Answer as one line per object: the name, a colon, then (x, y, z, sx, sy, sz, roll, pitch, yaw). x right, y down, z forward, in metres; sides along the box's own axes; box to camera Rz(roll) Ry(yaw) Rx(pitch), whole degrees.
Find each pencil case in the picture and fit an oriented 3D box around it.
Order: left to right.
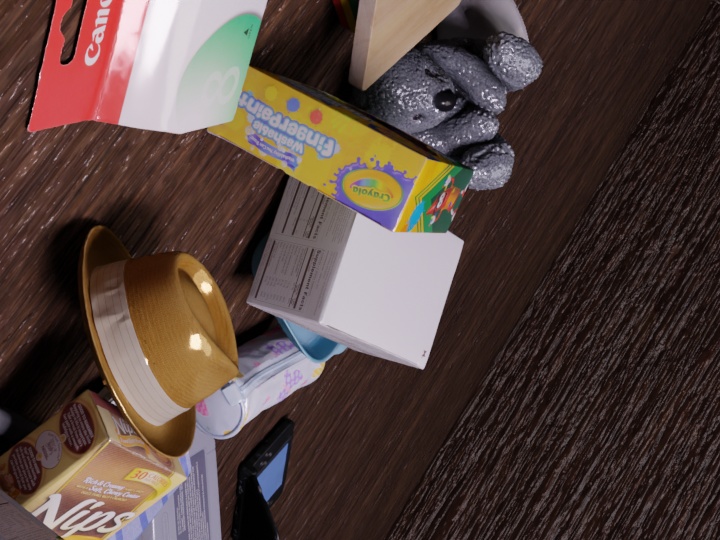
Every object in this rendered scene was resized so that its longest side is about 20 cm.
pencil case: (-0.118, 0.123, 1.223, 0.200, 0.090, 0.084, -28, 105, -58)

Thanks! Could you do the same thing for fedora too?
fedora: (-0.152, 0.048, 0.849, 0.081, 0.203, 0.201, -19, 163, 6)

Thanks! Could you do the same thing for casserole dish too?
casserole dish: (-0.061, 0.014, 1.198, 0.121, 0.039, 0.201, -51, 133, -27)

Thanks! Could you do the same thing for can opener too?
can opener: (-0.270, 0.160, 0.886, 0.054, 0.066, 0.200, -54, 162, -12)

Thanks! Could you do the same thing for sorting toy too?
sorting toy: (0.039, -0.312, 1.015, 0.200, 0.069, 0.200, -48, 159, -38)

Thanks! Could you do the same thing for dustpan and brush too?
dustpan and brush: (0.136, -0.322, 1.244, 0.057, 0.139, 0.201, -44, 132, -23)

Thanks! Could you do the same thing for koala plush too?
koala plush: (0.065, -0.195, 1.181, 0.199, 0.183, 0.179, -3, 111, -47)

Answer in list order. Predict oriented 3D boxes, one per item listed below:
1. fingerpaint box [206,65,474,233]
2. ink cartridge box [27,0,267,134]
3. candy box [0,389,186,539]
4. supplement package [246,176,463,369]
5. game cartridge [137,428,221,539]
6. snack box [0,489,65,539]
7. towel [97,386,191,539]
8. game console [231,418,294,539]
fingerpaint box: (-0.012, -0.110, 0.967, 0.074, 0.199, 0.167, -64, 162, 11)
ink cartridge box: (-0.139, -0.176, 0.761, 0.200, 0.050, 0.162, -34, 149, -60)
candy box: (-0.252, 0.189, 0.841, 0.199, 0.056, 0.115, -37, 147, 4)
supplement package: (0.000, 0.000, 1.152, 0.199, 0.110, 0.158, 28, 78, -50)
game cartridge: (-0.207, 0.277, 1.189, 0.133, 0.040, 0.203, -28, 118, -67)
snack box: (-0.288, 0.239, 0.735, 0.170, 0.199, 0.068, -61, 163, 7)
towel: (-0.214, 0.171, 1.046, 0.147, 0.024, 0.202, -51, 149, -52)
game console: (-0.121, 0.351, 1.540, 0.176, 0.116, 0.201, -45, 158, -40)
